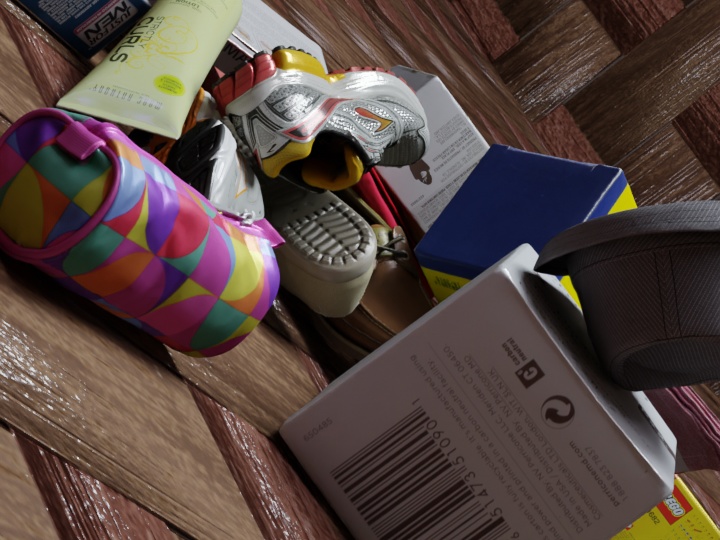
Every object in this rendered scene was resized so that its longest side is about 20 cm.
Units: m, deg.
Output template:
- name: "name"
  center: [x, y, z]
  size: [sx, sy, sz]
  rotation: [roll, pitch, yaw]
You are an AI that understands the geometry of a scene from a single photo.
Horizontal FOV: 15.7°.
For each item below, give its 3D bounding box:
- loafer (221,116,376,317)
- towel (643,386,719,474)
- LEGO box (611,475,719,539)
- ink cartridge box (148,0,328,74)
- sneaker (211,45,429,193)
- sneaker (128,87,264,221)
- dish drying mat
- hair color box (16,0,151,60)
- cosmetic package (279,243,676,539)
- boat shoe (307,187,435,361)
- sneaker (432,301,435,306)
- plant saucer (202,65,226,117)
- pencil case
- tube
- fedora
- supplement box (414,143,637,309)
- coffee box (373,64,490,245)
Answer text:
- name: "loafer"
  center: [-0.057, -0.034, 1.725]
  size: [0.200, 0.076, 0.068]
  rotation: [49, -33, 45]
- name: "towel"
  center: [0.134, 0.099, 1.735]
  size: [0.144, 0.200, 0.023]
  rotation: [46, 48, -28]
- name: "LEGO box"
  center: [0.223, 0.242, 1.838]
  size: [0.200, 0.077, 0.149]
  rotation: [54, -18, 9]
- name: "ink cartridge box"
  center: [-0.103, -0.172, 1.882]
  size: [0.200, 0.045, 0.176]
  rotation: [37, 16, -23]
- name: "sneaker"
  center: [-0.019, -0.083, 1.683]
  size: [0.200, 0.078, 0.082]
  rotation: [5, 58, -56]
- name: "sneaker"
  center: [-0.090, -0.045, 1.600]
  size: [0.092, 0.076, 0.200]
  rotation: [54, 10, -18]
- name: "dish drying mat"
  center: [0.009, -0.048, 1.880]
  size: [0.077, 0.018, 0.200]
  rotation: [48, -5, 30]
- name: "hair color box"
  center: [-0.224, -0.229, 1.665]
  size: [0.200, 0.061, 0.100]
  rotation: [42, 14, -50]
- name: "cosmetic package"
  center: [0.076, 0.100, 1.561]
  size: [0.165, 0.165, 0.200]
  rotation: [53, 9, 0]
- name: "boat shoe"
  center: [0.000, 0.000, 1.756]
  size: [0.072, 0.068, 0.200]
  rotation: [-2, 31, -36]
- name: "sneaker"
  center: [0.061, 0.061, 1.904]
  size: [0.112, 0.078, 0.200]
  rotation: [56, 10, 14]
- name: "plant saucer"
  center: [-0.073, -0.099, 1.984]
  size: [0.200, 0.037, 0.200]
  rotation: [44, 13, -39]
- name: "pencil case"
  center: [-0.114, -0.019, 1.347]
  size: [0.088, 0.088, 0.200]
  rotation: [57, 11, 25]
- name: "tube"
  center: [-0.122, -0.133, 1.645]
  size: [0.052, 0.058, 0.200]
  rotation: [59, 26, -18]
- name: "fedora"
  center: [0.191, 0.021, 1.520]
  size: [0.200, 0.177, 0.090]
  rotation: [46, 39, -77]
- name: "supplement box"
  center: [0.136, 0.027, 1.776]
  size: [0.109, 0.110, 0.200]
  rotation: [14, -35, 37]
- name: "coffee box"
  center: [0.070, -0.046, 1.911]
  size: [0.200, 0.080, 0.114]
  rotation: [53, -5, -16]
